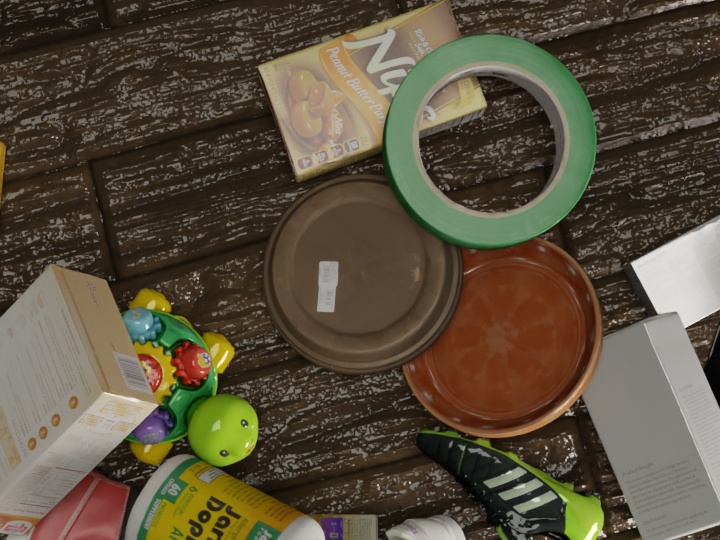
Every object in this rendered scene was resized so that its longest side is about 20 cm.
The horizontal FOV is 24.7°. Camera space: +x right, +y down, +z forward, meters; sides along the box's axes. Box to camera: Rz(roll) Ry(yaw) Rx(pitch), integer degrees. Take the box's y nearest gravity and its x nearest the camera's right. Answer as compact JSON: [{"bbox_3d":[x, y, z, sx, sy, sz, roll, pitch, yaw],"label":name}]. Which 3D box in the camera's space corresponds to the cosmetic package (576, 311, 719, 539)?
[{"bbox_3d":[0.285,0.149,1.556,0.102,0.074,0.201,-27,80,39],"label":"cosmetic package"}]

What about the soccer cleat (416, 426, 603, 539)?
[{"bbox_3d":[0.138,0.215,1.574,0.199,0.068,0.081,27,77,-2],"label":"soccer cleat"}]

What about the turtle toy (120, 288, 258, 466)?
[{"bbox_3d":[-0.184,0.113,1.558,0.200,0.101,0.146,33,85,2],"label":"turtle toy"}]

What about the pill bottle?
[{"bbox_3d":[-0.103,0.256,1.479,0.199,0.113,0.113,25,85,19],"label":"pill bottle"}]

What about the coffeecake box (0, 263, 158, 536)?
[{"bbox_3d":[-0.295,0.120,1.500,0.200,0.073,0.154,-43,54,21],"label":"coffeecake box"}]

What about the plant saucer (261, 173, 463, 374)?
[{"bbox_3d":[0.000,0.000,1.589,0.199,0.029,0.201,-2,78,8],"label":"plant saucer"}]

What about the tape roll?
[{"bbox_3d":[0.121,-0.121,1.559,0.200,0.048,0.201,0,85,-3],"label":"tape roll"}]

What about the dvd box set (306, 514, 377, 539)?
[{"bbox_3d":[-0.081,0.295,1.542,0.199,0.029,0.147,0,47,-2],"label":"dvd box set"}]

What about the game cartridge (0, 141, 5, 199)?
[{"bbox_3d":[-0.454,-0.048,1.601,0.199,0.032,0.177,4,85,0],"label":"game cartridge"}]

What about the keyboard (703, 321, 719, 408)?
[{"bbox_3d":[0.376,0.154,1.610,0.104,0.040,0.201,17,86,24],"label":"keyboard"}]

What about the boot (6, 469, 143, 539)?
[{"bbox_3d":[-0.270,0.289,1.559,0.144,0.072,0.201,22,81,-1],"label":"boot"}]

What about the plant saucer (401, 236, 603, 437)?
[{"bbox_3d":[0.135,0.063,1.573,0.200,0.032,0.201,-8,68,19],"label":"plant saucer"}]

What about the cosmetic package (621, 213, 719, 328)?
[{"bbox_3d":[0.364,-0.018,1.609,0.199,0.051,0.083,-28,89,-3],"label":"cosmetic package"}]

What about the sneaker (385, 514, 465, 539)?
[{"bbox_3d":[0.051,0.331,1.544,0.075,0.099,0.201,-11,76,39],"label":"sneaker"}]

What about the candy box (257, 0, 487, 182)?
[{"bbox_3d":[0.011,-0.176,1.611,0.199,0.055,0.116,-20,86,-3],"label":"candy box"}]
